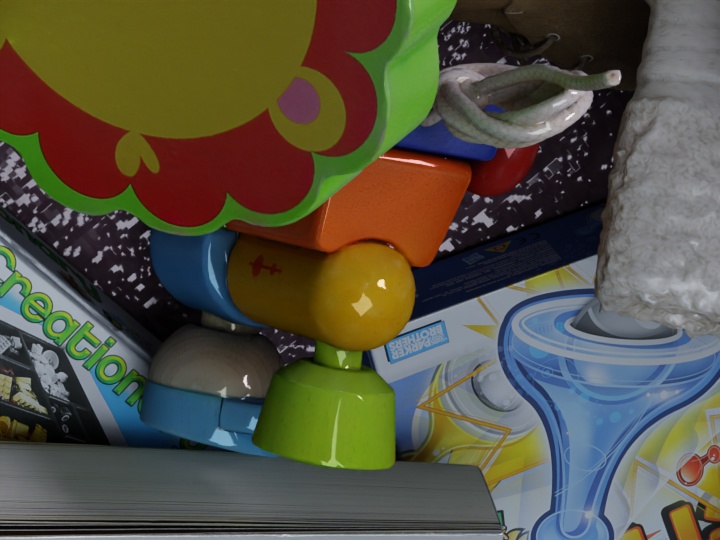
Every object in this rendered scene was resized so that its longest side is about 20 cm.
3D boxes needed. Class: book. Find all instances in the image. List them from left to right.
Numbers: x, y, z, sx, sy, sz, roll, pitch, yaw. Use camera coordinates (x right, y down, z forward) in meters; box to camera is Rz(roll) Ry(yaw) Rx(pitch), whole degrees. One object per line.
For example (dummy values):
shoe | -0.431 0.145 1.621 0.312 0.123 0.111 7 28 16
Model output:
book | -0.070 0.115 0.827 0.200 0.048 0.134 2 122 -15

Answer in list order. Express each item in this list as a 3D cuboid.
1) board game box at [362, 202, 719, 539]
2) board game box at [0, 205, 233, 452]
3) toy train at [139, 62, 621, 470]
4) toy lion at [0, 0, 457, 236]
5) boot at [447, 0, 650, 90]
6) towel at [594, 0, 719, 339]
board game box | 0.106 0.039 0.890 0.200 0.034 0.135 -20 115 -8
board game box | -0.116 0.055 0.833 0.126 0.035 0.200 -45 116 5
toy train | 0.000 0.000 0.740 0.085 0.200 0.116 8 93 -27
toy lion | -0.067 -0.107 0.677 0.200 0.069 0.192 23 124 20
boot | 0.050 -0.080 0.811 0.200 0.074 0.076 -9 123 -15
towel | 0.165 -0.028 0.754 0.200 0.034 0.133 14 71 -6
